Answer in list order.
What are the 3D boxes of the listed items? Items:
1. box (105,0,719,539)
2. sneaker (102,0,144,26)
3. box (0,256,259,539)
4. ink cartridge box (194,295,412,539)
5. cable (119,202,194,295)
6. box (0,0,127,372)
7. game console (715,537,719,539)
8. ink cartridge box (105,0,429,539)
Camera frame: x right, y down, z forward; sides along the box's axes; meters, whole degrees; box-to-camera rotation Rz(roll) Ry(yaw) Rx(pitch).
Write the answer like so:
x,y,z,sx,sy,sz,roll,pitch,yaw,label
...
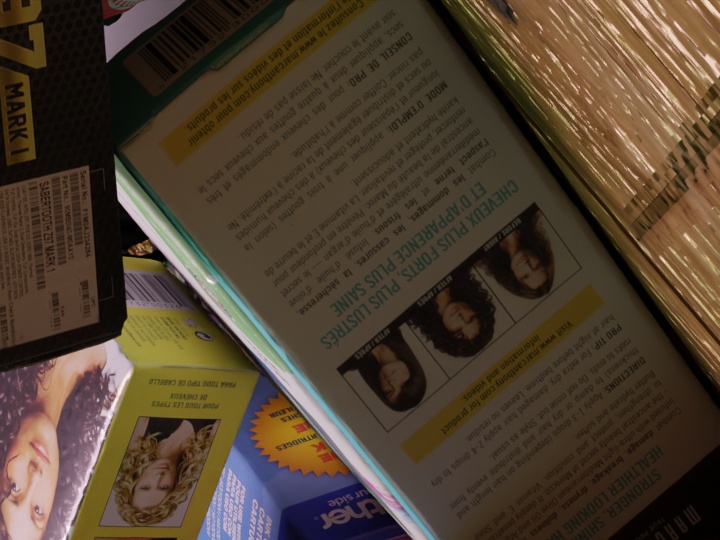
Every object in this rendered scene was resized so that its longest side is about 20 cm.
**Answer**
x,y,z,sx,sy,sz,roll,pitch,yaw,label
0.020,0.008,0.661,0.200,0.082,0.049,52,177,-28,box
-0.114,-0.122,0.748,0.067,0.108,0.201,53,176,-40,sneaker
-0.099,0.098,0.811,0.050,0.201,0.075,5,-155,-37,box
0.010,0.075,0.933,0.200,0.136,0.077,47,143,46,ink cartridge box
-0.103,-0.085,0.835,0.051,0.164,0.200,-12,139,35,cable
-0.121,-0.092,0.619,0.157,0.051,0.201,24,122,50,box
0.155,0.142,0.783,0.177,0.031,0.200,50,177,1,game console
0.000,0.000,0.787,0.145,0.087,0.200,45,176,46,ink cartridge box
